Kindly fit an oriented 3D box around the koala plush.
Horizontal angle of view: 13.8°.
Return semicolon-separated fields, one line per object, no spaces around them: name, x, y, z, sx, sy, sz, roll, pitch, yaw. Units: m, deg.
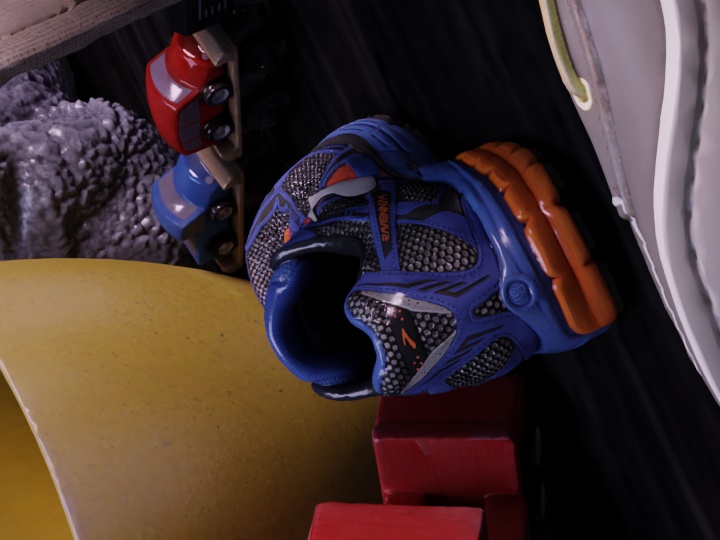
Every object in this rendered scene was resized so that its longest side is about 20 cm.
koala plush;-0.155;-0.044;1.191;0.200;0.183;0.178;-105;3;-49

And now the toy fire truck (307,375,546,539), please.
toy fire truck;0.027;0.109;0.900;0.141;0.049;0.200;-79;-14;-45

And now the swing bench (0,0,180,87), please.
swing bench;-0.078;-0.126;0.736;0.130;0.198;0.200;55;161;21

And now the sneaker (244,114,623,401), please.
sneaker;0.000;0.000;0.894;0.076;0.078;0.200;66;162;-7

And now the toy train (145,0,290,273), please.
toy train;-0.049;-0.061;0.996;0.034;0.046;0.200;53;160;28

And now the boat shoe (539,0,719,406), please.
boat shoe;0.075;-0.054;0.629;0.060;0.072;0.202;21;129;67

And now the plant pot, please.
plant pot;-0.069;0.079;1.067;0.200;0.142;0.201;44;143;47
